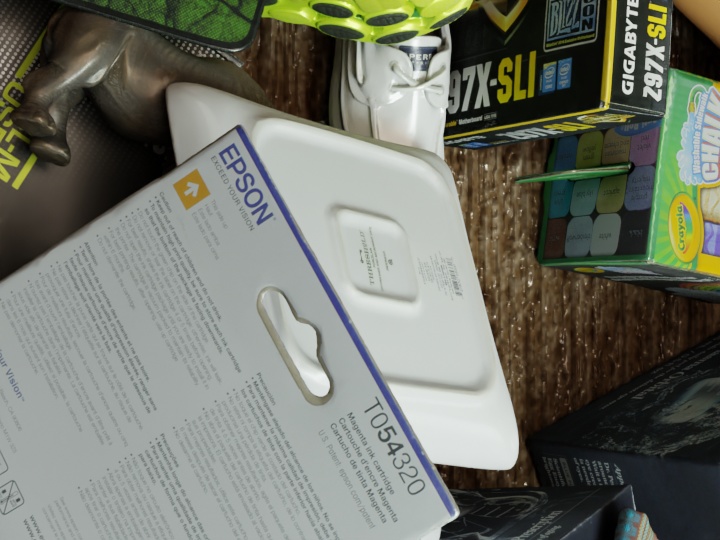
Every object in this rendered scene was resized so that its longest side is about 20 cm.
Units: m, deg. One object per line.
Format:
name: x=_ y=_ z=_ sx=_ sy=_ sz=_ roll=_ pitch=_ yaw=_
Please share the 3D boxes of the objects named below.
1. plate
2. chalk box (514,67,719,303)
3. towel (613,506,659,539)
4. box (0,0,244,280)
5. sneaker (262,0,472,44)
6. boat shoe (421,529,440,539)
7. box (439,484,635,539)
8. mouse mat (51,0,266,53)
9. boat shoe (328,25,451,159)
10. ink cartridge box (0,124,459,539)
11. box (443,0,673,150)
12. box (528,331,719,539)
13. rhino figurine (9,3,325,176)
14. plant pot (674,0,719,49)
plate: x=0.000 y=0.000 z=0.754 sx=0.199 sy=0.032 sz=0.200 roll=12 pitch=55 yaw=-40
chalk box: x=0.199 y=-0.055 z=0.952 sx=0.199 sy=0.125 sz=0.125 roll=12 pitch=84 yaw=-28
towel: x=0.147 y=0.247 z=0.766 sx=0.147 sy=0.022 sz=0.201 roll=54 pitch=44 yaw=-43
box: x=-0.191 y=-0.087 z=0.795 sx=0.193 sy=0.047 sz=0.200 roll=36 pitch=74 yaw=-21
sneaker: x=-0.032 y=-0.183 z=0.829 sx=0.199 sy=0.074 sz=0.084 roll=9 pitch=72 yaw=5
boat shoe: x=-0.053 y=0.162 z=0.679 sx=0.200 sy=0.071 sz=0.070 roll=-41 pitch=141 yaw=10
box: x=0.037 y=0.193 z=0.790 sx=0.200 sy=0.181 sz=0.105 roll=-16 pitch=97 yaw=-59
mouse mat: x=-0.114 y=-0.212 z=0.791 sx=0.160 sy=0.008 sz=0.201 roll=16 pitch=56 yaw=-4
boat shoe: x=0.021 y=-0.124 z=0.879 sx=0.073 sy=0.065 sz=0.201 roll=-5 pitch=81 yaw=-25
ink cartridge box: x=-0.083 y=0.072 z=0.641 sx=0.200 sy=0.043 sz=0.197 roll=-31 pitch=76 yaw=9
box: x=0.106 y=-0.160 z=0.864 sx=0.049 sy=0.200 sz=0.161 roll=4 pitch=88 yaw=-28
box: x=0.252 y=0.124 z=0.932 sx=0.196 sy=0.200 sz=0.118 roll=-25 pitch=100 yaw=-26
rhino figurine: x=-0.092 y=-0.078 z=0.790 sx=0.199 sy=0.060 sz=0.088 roll=24 pitch=69 yaw=-30
plant pot: x=0.289 y=-0.221 z=0.976 sx=0.140 sy=0.200 sz=0.201 roll=29 pitch=75 yaw=-6
